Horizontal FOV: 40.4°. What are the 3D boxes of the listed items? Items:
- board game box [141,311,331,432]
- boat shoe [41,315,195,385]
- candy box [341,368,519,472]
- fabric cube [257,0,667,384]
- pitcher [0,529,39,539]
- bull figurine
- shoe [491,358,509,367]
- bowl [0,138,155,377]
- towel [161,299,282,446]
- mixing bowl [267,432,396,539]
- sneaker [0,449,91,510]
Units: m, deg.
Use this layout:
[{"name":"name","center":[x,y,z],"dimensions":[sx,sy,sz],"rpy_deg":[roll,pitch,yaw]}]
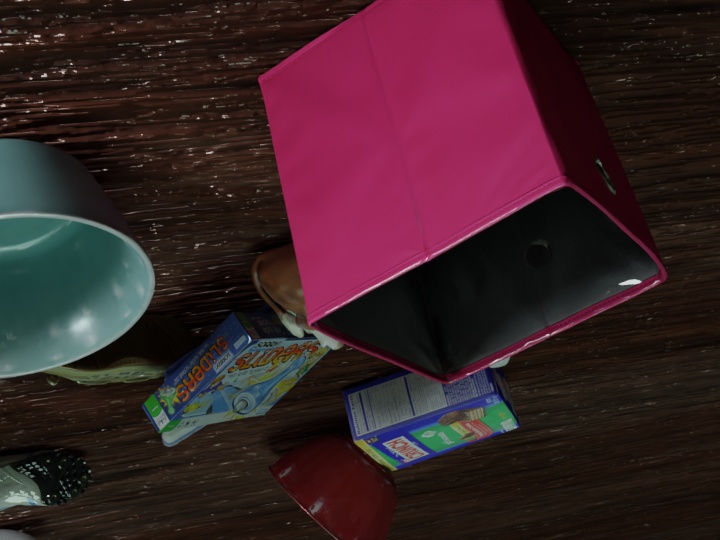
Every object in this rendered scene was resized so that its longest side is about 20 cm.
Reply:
[{"name":"board game box","center":[-0.111,0.098,0.979],"dimensions":[0.135,0.035,0.199],"rpy_deg":[-45,161,17]},{"name":"boat shoe","center":[-0.253,0.079,0.933],"dimensions":[0.197,0.074,0.063],"rpy_deg":[11,140,-41]},{"name":"candy box","center":[0.095,0.184,1.286],"dimensions":[0.196,0.078,0.169],"rpy_deg":[-19,152,11]},{"name":"fabric cube","center":[0.071,-0.065,0.695],"dimensions":[0.198,0.203,0.195],"rpy_deg":[-28,149,24]},{"name":"pitcher","center":[-0.552,0.432,1.402],"dimensions":[0.196,0.124,0.171],"rpy_deg":[7,168,-16]},{"name":"bull figurine","center":[0.000,0.000,0.903],"dimensions":[0.196,0.066,0.123],"rpy_deg":[-13,121,13]},{"name":"shoe","center":[0.115,0.048,1.063],"dimensions":[0.089,0.073,0.202],"rpy_deg":[-11,146,-3]},{"name":"bowl","center":[-0.256,-0.018,0.710],"dimensions":[0.197,0.106,0.202],"rpy_deg":[-16,149,-10]},{"name":"towel","center":[-0.149,0.111,1.033],"dimensions":[0.146,0.024,0.201],"rpy_deg":[-32,161,-25]},{"name":"mixing bowl","center":[-0.022,0.297,1.351],"dimensions":[0.109,0.199,0.200],"rpy_deg":[-49,151,-6]},{"name":"sneaker","center":[-0.427,0.256,1.190],"dimensions":[0.197,0.074,0.072],"rpy_deg":[-1,-176,-36]}]
